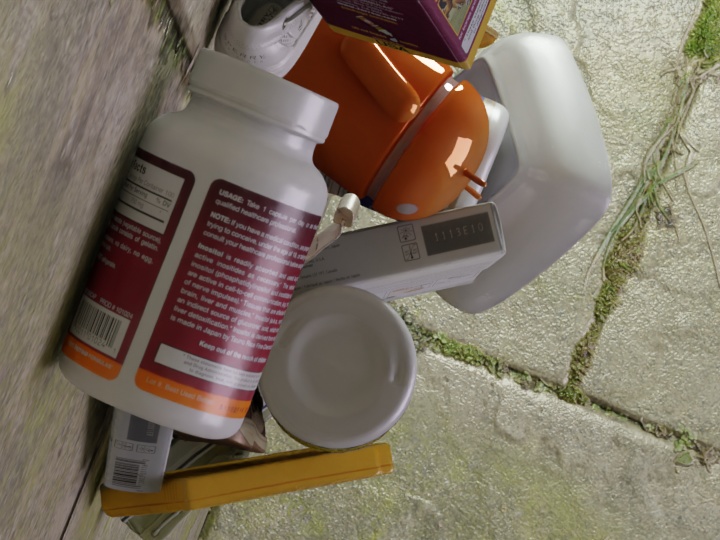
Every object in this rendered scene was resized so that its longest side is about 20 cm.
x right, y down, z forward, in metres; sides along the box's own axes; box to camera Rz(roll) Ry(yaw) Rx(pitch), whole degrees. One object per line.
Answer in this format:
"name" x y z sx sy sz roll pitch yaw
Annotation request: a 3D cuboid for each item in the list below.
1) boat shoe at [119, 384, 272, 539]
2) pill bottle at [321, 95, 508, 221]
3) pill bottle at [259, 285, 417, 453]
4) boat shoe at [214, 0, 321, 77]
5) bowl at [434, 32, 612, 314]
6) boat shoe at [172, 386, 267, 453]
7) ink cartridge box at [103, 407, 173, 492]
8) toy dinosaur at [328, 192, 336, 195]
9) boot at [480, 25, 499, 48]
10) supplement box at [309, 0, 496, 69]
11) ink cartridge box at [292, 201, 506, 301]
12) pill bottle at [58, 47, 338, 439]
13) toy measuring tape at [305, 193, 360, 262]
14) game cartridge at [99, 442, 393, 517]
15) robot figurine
"boat shoe" -0.126 0.156 1.727 0.200 0.062 0.072 -40 -175 22
"pill bottle" 0.006 -0.111 1.601 0.116 0.199 0.116 23 90 -89
"pill bottle" -0.017 0.075 1.476 0.200 0.111 0.112 95 16 -84
"boat shoe" -0.029 -0.212 1.303 0.069 0.070 0.201 109 4 -65
"bowl" 0.104 -0.086 1.708 0.200 0.074 0.201 -41 -130 35
"boat shoe" -0.099 0.091 1.483 0.200 0.072 0.073 94 6 -84
"ink cartridge box" -0.148 0.038 1.474 0.160 0.047 0.201 108 -13 -61
"toy dinosaur" -0.010 -0.133 1.788 0.086 0.199 0.136 67 -2 -53
"boot" 0.016 -0.164 1.737 0.071 0.200 0.145 24 -78 60
"supplement box" 0.019 -0.220 1.198 0.132 0.103 0.200 -67 159 -10
"ink cartridge box" 0.000 0.000 1.547 0.174 0.198 0.044 127 -50 -82
"pill bottle" -0.086 -0.016 1.159 0.113 0.112 0.201 -46 158 -87
"toy measuring tape" -0.092 -0.004 1.275 0.200 0.074 0.074 -37 -167 25
"game cartridge" -0.090 0.163 1.590 0.200 0.175 0.033 -13 -94 65
"robot figurine" 0.007 -0.114 1.447 0.117 0.199 0.144 -50 176 -47
